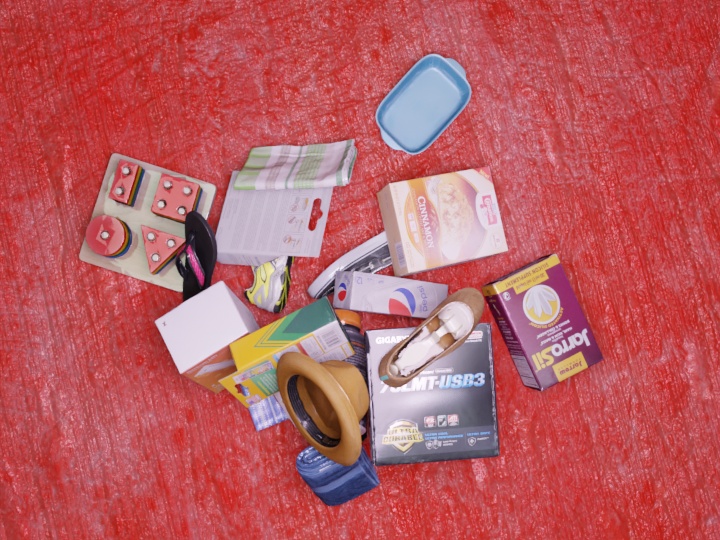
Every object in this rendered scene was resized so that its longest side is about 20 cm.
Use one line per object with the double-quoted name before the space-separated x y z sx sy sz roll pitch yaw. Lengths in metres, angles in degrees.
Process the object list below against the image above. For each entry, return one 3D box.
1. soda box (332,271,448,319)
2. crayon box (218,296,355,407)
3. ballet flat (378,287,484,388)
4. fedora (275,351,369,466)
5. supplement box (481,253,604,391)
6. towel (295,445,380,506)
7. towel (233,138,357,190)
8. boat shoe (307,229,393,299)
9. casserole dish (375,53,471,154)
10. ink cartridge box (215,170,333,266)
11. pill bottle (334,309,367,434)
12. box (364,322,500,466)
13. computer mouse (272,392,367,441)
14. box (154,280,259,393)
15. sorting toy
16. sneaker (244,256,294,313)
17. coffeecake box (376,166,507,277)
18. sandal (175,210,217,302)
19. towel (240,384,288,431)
"soda box" 0.054 0.044 1.240 0.197 0.068 0.065 9 85 -30
"crayon box" -0.117 0.129 1.119 0.197 0.126 0.052 -27 58 -1
"ballet flat" 0.107 0.096 1.044 0.199 0.072 0.068 -37 85 -6
"fedora" -0.044 0.189 1.061 0.081 0.200 0.203 -32 87 -32
"supplement box" 0.317 0.091 1.272 0.129 0.103 0.203 -25 88 -5
"towel" -0.036 0.333 1.192 0.110 0.201 0.049 -27 56 -6
"towel" -0.109 -0.184 1.240 0.195 0.150 0.031 -1 122 8
"boat shoe" 0.000 0.000 1.278 0.198 0.072 0.072 -35 84 -7
"casserole dish" 0.114 -0.301 1.322 0.121 0.039 0.200 42 86 0
"ink cartridge box" -0.146 -0.089 1.241 0.196 0.057 0.166 5 66 12
"pill bottle" -0.037 0.171 1.212 0.104 0.107 0.204 4 63 -2
"box" 0.107 0.185 1.095 0.195 0.050 0.203 -2 87 -4
"computer mouse" -0.081 0.258 1.252 0.110 0.044 0.200 -43 99 2
"box" -0.233 0.115 1.187 0.123 0.200 0.098 -31 72 -4
"sorting toy" -0.379 -0.087 1.268 0.196 0.070 0.203 17 85 -2
"sneaker" -0.156 -0.031 1.274 0.075 0.075 0.204 10 80 8
"coffeecake box" 0.144 -0.086 1.268 0.196 0.073 0.157 -12 86 -19
"sandal" -0.286 -0.002 1.227 0.074 0.045 0.204 28 122 31
"towel" -0.119 0.183 1.285 0.197 0.024 0.147 -21 86 -4
